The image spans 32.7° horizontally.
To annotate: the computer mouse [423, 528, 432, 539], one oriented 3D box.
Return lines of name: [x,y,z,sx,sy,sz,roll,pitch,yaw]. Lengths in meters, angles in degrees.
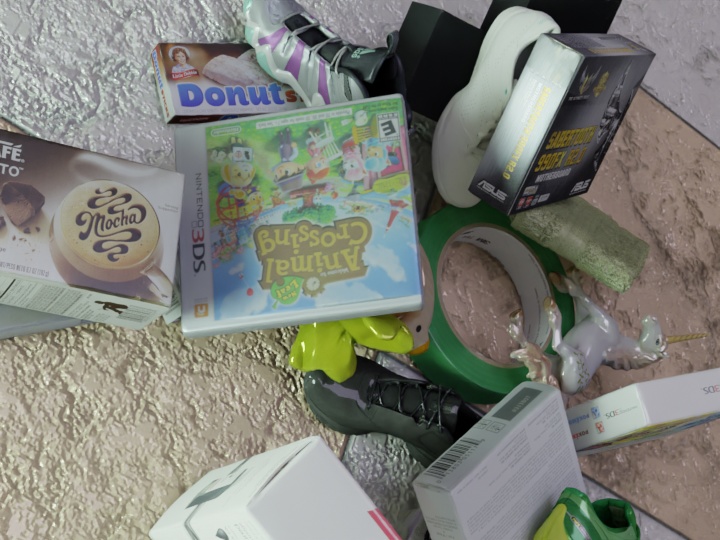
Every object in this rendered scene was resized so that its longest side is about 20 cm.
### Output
computer mouse: [0.139,0.279,1.121,0.199,0.046,0.141,-12,95,-48]

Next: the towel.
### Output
towel: [0.225,-0.038,1.248,0.148,0.037,0.200,34,18,6]

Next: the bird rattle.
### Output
bird rattle: [0.000,0.000,1.086,0.163,0.112,0.201,21,52,-42]

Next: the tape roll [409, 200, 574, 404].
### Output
tape roll: [0.123,0.030,1.219,0.199,0.048,0.202,12,66,-29]

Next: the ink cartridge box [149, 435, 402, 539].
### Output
ink cartridge box: [-0.059,0.218,0.933,0.085,0.200,0.146,-41,97,-31]

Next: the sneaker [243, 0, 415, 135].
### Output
sneaker: [-0.016,-0.197,1.124,0.078,0.140,0.200,-42,100,-36]

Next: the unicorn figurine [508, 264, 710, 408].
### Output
unicorn figurine: [0.227,0.066,1.210,0.200,0.074,0.138,-37,100,-23]

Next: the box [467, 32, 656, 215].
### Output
box: [0.193,-0.141,1.150,0.048,0.159,0.200,34,24,22]

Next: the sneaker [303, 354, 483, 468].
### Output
sneaker: [0.043,0.122,1.105,0.199,0.091,0.076,24,66,-23]

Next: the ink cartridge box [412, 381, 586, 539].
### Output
ink cartridge box: [0.137,0.225,1.088,0.162,0.057,0.201,-36,122,-36]

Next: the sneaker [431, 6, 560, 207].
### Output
sneaker: [0.131,-0.151,1.161,0.075,0.088,0.201,16,101,-25]

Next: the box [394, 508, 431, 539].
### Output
box: [0.016,0.293,1.054,0.041,0.039,0.200,43,55,-12]

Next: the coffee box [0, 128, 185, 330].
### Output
coffee box: [-0.244,-0.034,0.933,0.199,0.080,0.114,13,68,-25]

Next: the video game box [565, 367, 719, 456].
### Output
video game box: [0.279,0.140,1.197,0.199,0.182,0.047,-5,75,-35]

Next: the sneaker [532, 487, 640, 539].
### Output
sneaker: [0.234,0.253,1.102,0.200,0.074,0.084,36,73,-40]

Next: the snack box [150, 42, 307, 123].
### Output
snack box: [-0.100,-0.179,1.165,0.199,0.024,0.072,-7,78,-35]

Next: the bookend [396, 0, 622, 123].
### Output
bookend: [0.129,-0.234,1.235,0.199,0.092,0.200,20,99,-26]

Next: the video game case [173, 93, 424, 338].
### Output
video game case: [-0.053,-0.045,1.008,0.199,0.022,0.183,-7,73,8]

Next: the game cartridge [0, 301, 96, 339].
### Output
game cartridge: [-0.278,-0.011,0.980,0.199,0.038,0.131,-10,82,-35]

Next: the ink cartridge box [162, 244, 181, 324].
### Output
ink cartridge box: [-0.107,-0.040,1.094,0.199,0.050,0.109,-25,87,-38]
